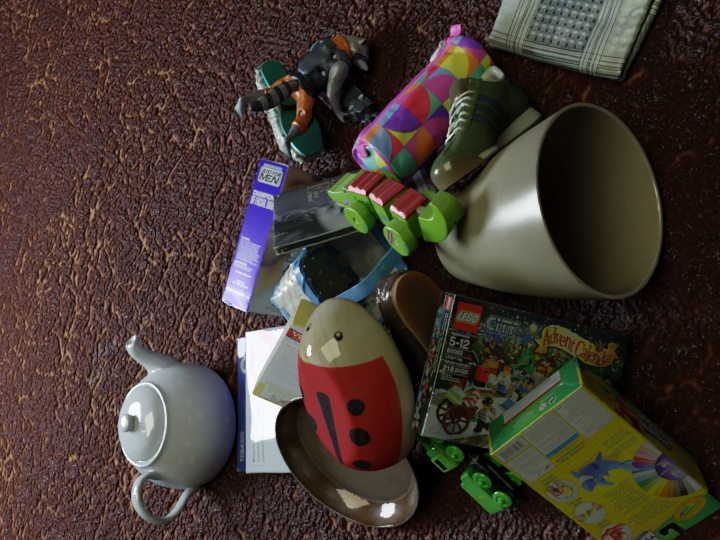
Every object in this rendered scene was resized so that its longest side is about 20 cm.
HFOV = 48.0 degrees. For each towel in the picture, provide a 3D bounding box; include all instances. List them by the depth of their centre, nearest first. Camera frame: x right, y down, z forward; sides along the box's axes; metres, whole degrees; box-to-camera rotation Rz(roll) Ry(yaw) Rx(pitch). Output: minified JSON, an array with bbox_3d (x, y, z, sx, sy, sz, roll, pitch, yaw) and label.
[{"bbox_3d":[0.251,-0.328,0.905,0.192,0.034,0.202,30,101,41],"label":"towel"}]

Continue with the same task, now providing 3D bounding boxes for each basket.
[{"bbox_3d":[0.000,0.000,0.971,0.139,0.176,0.200,48,140,-4],"label":"basket"}]

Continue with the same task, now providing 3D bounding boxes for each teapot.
[{"bbox_3d":[-0.290,0.233,1.197,0.199,0.145,0.199,36,106,38],"label":"teapot"}]

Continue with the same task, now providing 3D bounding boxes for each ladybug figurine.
[{"bbox_3d":[-0.009,0.127,0.823,0.135,0.072,0.203,6,120,44],"label":"ladybug figurine"}]

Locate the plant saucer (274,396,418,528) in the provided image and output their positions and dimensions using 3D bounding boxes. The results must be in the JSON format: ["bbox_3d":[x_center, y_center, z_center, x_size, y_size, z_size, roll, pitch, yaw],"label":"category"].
[{"bbox_3d":[-0.013,0.221,0.967,0.198,0.035,0.202,19,131,23],"label":"plant saucer"}]

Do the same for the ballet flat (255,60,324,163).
[{"bbox_3d":[-0.105,-0.221,1.187,0.072,0.071,0.202,-40,56,28],"label":"ballet flat"}]

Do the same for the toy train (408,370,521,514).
[{"bbox_3d":[0.092,0.185,0.873,0.200,0.042,0.056,44,140,-2],"label":"toy train"}]

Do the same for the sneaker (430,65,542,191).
[{"bbox_3d":[0.118,-0.161,0.875,0.090,0.200,0.067,54,138,-2],"label":"sneaker"}]

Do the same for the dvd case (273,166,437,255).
[{"bbox_3d":[-0.011,-0.085,0.982,0.197,0.016,0.149,-16,29,2],"label":"dvd case"}]

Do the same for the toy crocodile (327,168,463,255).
[{"bbox_3d":[0.032,-0.072,0.866,0.067,0.062,0.199,-41,39,-16],"label":"toy crocodile"}]

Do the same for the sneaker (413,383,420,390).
[{"bbox_3d":[0.106,0.134,0.928,0.198,0.070,0.095,-16,64,36],"label":"sneaker"}]

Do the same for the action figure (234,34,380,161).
[{"bbox_3d":[-0.052,-0.242,1.097,0.193,0.105,0.200,-45,56,-9],"label":"action figure"}]

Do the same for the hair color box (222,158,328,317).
[{"bbox_3d":[-0.107,-0.040,1.114,0.064,0.109,0.203,17,94,41],"label":"hair color box"}]

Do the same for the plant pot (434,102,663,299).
[{"bbox_3d":[0.173,-0.051,0.842,0.199,0.185,0.190,-15,71,53],"label":"plant pot"}]

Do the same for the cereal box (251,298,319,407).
[{"bbox_3d":[-0.038,0.121,0.955,0.200,0.142,0.040,-56,12,52],"label":"cereal box"}]

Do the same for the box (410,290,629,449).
[{"bbox_3d":[0.159,0.110,0.800,0.038,0.197,0.139,-162,86,-74],"label":"box"}]

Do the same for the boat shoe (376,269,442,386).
[{"bbox_3d":[0.082,0.089,0.837,0.202,0.070,0.070,63,157,-7],"label":"boat shoe"}]

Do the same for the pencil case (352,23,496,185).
[{"bbox_3d":[0.076,-0.189,0.954,0.088,0.089,0.201,28,73,40],"label":"pencil case"}]

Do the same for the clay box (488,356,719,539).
[{"bbox_3d":[0.229,0.182,0.758,0.115,0.199,0.048,-43,18,25],"label":"clay box"}]

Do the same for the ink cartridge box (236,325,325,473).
[{"bbox_3d":[-0.119,0.180,1.128,0.198,0.043,0.200,-12,74,38],"label":"ink cartridge box"}]
